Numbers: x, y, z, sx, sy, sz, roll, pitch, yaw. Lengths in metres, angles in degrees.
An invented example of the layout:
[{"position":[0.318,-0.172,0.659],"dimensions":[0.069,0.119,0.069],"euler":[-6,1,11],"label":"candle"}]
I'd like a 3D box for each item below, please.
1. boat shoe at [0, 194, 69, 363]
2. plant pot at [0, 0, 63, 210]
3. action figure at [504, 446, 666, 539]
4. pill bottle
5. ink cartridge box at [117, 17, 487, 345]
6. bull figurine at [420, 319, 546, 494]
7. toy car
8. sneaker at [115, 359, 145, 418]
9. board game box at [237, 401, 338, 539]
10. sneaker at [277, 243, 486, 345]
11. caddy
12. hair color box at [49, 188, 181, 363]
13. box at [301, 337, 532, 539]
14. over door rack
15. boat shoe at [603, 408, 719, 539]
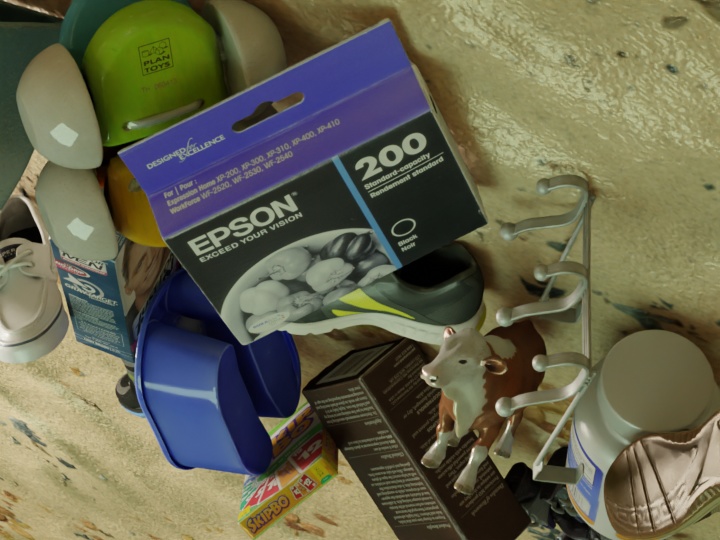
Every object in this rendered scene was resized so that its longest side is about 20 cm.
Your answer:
[{"position":[-0.293,0.004,1.667],"dimensions":[0.073,0.200,0.065],"euler":[-18,123,-3],"label":"boat shoe"},{"position":[-0.344,-0.102,1.375],"dimensions":[0.196,0.200,0.196],"euler":[18,-167,16],"label":"plant pot"},{"position":[0.211,0.235,1.769],"dimensions":[0.130,0.069,0.200],"euler":[-11,140,45],"label":"action figure"},{"position":[0.216,0.123,1.486],"dimensions":[0.112,0.112,0.200],"euler":[20,155,12],"label":"pill bottle"},{"position":[-0.032,-0.053,1.304],"dimensions":[0.198,0.043,0.200],"euler":[-26,142,5],"label":"ink cartridge box"},{"position":[0.091,0.092,1.459],"dimensions":[0.065,0.122,0.200],"euler":[25,-165,18],"label":"bull figurine"},{"position":[-0.147,-0.116,1.328],"dimensions":[0.200,0.175,0.150],"euler":[88,157,-48],"label":"toy car"},{"position":[-0.191,0.082,1.860],"dimensions":[0.083,0.071,0.200],"euler":[43,153,-4],"label":"sneaker"},{"position":[-0.061,0.166,1.749],"dimensions":[0.030,0.096,0.200],"euler":[49,-170,-9],"label":"board game box"},{"position":[0.000,0.000,1.486],"dimensions":[0.200,0.075,0.085],"euler":[4,143,-3],"label":"sneaker"},{"position":[-0.131,0.089,1.703],"dimensions":[0.105,0.141,0.200],"euler":[8,141,22],"label":"caddy"},{"position":[-0.199,-0.012,1.625],"dimensions":[0.060,0.100,0.200],"euler":[21,155,9],"label":"hair color box"},{"position":[0.049,0.159,1.682],"dimensions":[0.100,0.075,0.200],"euler":[-17,107,56],"label":"box"},{"position":[0.127,0.046,1.360],"dimensions":[0.067,0.148,0.200],"euler":[2,152,4],"label":"over door rack"},{"position":[0.247,0.135,1.347],"dimensions":[0.072,0.072,0.200],"euler":[5,151,-32],"label":"boat shoe"}]
